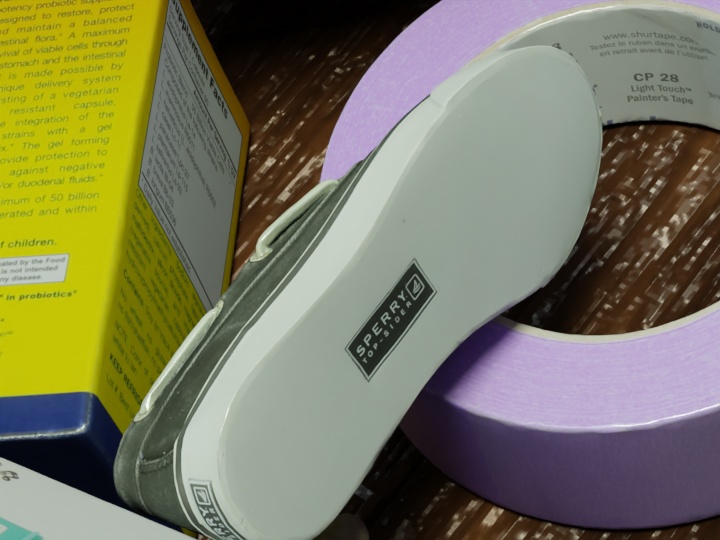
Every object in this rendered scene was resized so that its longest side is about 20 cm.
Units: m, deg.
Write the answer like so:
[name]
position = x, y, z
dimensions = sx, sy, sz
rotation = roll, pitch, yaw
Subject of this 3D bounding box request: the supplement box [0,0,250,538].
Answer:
[supplement box]
position = -0.112, 0.000, 0.734
dimensions = 0.108, 0.109, 0.202
rotation = -4, 54, 14

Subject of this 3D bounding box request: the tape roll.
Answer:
[tape roll]
position = 0.088, -0.017, 0.714
dimensions = 0.198, 0.066, 0.202
rotation = -8, 53, 11

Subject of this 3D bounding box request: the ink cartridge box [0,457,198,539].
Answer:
[ink cartridge box]
position = -0.138, 0.136, 0.569
dimensions = 0.198, 0.148, 0.146
rotation = 19, 18, 18

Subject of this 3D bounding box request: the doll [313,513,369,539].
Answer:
[doll]
position = -0.004, 0.143, 0.635
dimensions = 0.198, 0.048, 0.138
rotation = 6, 75, 22

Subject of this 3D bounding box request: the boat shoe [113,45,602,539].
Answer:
[boat shoe]
position = 0.000, 0.000, 0.641
dimensions = 0.063, 0.071, 0.200
rotation = 2, 39, 47
